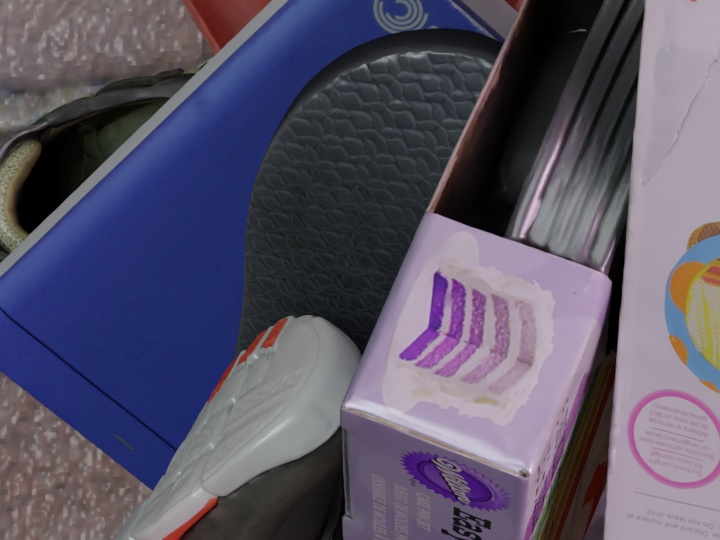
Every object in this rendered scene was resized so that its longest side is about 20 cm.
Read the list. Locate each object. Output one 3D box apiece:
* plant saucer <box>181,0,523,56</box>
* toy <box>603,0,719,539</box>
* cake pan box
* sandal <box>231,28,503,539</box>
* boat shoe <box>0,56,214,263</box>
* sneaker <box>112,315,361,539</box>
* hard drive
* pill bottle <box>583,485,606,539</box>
[{"bbox_3d":[0.001,-0.141,0.941,0.200,0.037,0.200,59,137,23],"label":"plant saucer"},{"bbox_3d":[0.116,0.000,0.629,0.115,0.047,0.201,12,119,22],"label":"toy"},{"bbox_3d":[0.052,-0.004,0.741,0.052,0.200,0.185,19,67,10],"label":"cake pan box"},{"bbox_3d":[-0.001,0.000,0.880,0.076,0.043,0.200,25,133,0],"label":"sandal"},{"bbox_3d":[-0.097,-0.022,0.988,0.200,0.066,0.072,-27,74,37],"label":"boat shoe"},{"bbox_3d":[-0.026,0.084,0.883,0.082,0.077,0.200,33,145,-3],"label":"sneaker"},{"bbox_3d":[-0.013,-0.005,0.913,0.132,0.025,0.200,40,120,-17],"label":"hard drive"},{"bbox_3d":[0.121,0.121,0.831,0.200,0.111,0.111,42,104,28],"label":"pill bottle"}]
